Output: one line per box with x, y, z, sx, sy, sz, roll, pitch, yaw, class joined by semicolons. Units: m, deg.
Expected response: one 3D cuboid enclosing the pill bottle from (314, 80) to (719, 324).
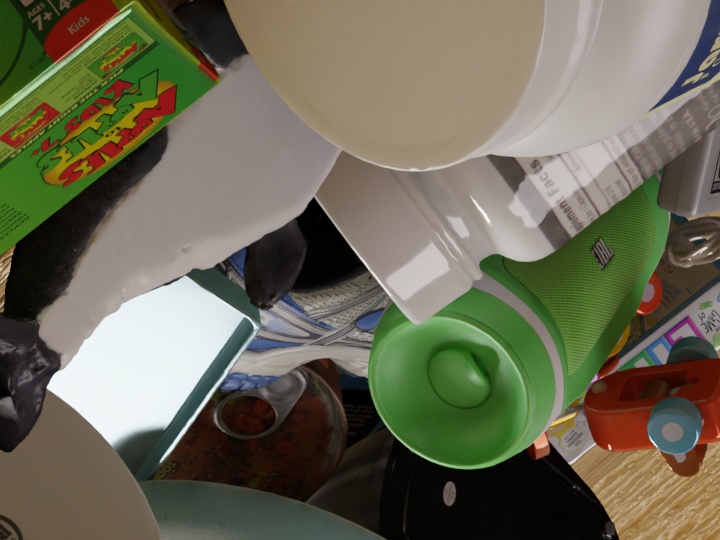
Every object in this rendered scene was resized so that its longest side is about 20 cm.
0.072;-0.076;0.921;0.200;0.114;0.114;-37;168;3;pill bottle

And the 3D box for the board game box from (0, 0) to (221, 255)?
-0.141;-0.020;0.682;0.200;0.048;0.102;-38;168;3;board game box

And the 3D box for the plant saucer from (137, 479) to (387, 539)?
-0.049;0.159;1.094;0.200;0.199;0.028;125;-16;-55;plant saucer

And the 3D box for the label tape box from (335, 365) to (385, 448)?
-0.002;0.086;1.295;0.142;0.066;0.200;5;146;-25;label tape box

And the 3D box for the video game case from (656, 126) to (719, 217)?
0.194;-0.121;1.069;0.200;0.022;0.183;-12;117;-61;video game case

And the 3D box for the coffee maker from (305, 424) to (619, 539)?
0.021;0.167;1.190;0.200;0.193;0.135;-26;-171;47;coffee maker

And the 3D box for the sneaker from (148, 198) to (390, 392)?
0.000;0.000;1.059;0.199;0.077;0.085;-10;142;-45;sneaker

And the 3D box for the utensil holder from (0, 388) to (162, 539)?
-0.185;0.150;0.902;0.170;0.170;0.200;-22;159;-51;utensil holder

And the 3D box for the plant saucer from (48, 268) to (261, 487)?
-0.101;0.047;1.015;0.019;0.070;0.200;-59;-176;-38;plant saucer

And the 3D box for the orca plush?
-0.075;-0.022;0.801;0.071;0.105;0.201;4;-129;39;orca plush

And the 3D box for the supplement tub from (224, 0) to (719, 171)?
0.068;-0.118;0.683;0.200;0.145;0.145;-27;164;-40;supplement tub

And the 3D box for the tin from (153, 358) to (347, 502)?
-0.091;0.093;1.125;0.112;0.042;0.200;29;122;-31;tin

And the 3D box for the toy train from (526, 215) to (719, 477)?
0.122;0.046;1.108;0.149;0.056;0.200;-11;-158;17;toy train

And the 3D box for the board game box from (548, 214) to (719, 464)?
0.132;0.015;1.355;0.134;0.034;0.200;-38;-155;4;board game box

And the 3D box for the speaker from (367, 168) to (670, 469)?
0.073;0.006;1.039;0.088;0.088;0.200;-46;-178;35;speaker
